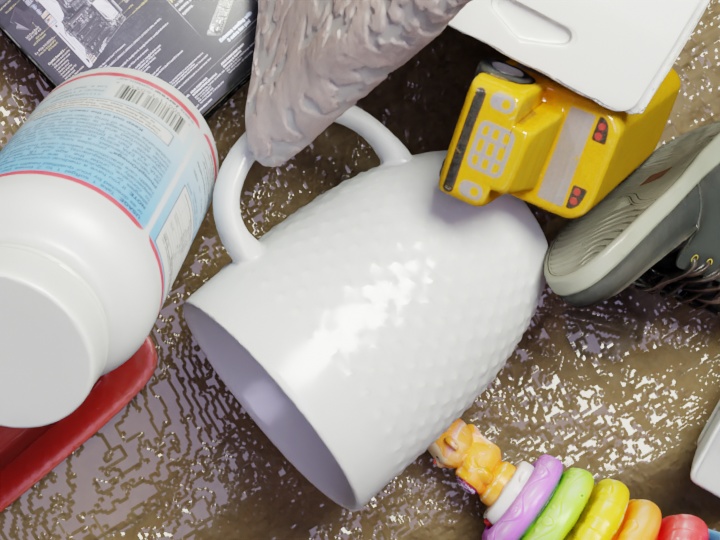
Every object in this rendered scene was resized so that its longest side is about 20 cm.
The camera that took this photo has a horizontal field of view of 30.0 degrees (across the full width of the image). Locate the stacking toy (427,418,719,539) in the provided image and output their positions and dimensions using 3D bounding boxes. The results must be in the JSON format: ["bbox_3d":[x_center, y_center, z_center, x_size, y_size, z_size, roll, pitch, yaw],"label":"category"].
[{"bbox_3d":[0.115,0.151,0.800,0.200,0.116,0.110,36,85,4],"label":"stacking toy"}]

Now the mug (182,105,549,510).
[{"bbox_3d":[0.000,0.000,0.743,0.175,0.148,0.200,-40,108,-16],"label":"mug"}]

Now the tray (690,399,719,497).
[{"bbox_3d":[0.268,0.052,0.828,0.107,0.022,0.200,31,88,-42],"label":"tray"}]

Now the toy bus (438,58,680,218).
[{"bbox_3d":[0.112,-0.080,0.732,0.078,0.200,0.065,26,115,15],"label":"toy bus"}]

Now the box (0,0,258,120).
[{"bbox_3d":[-0.109,-0.177,0.776,0.200,0.050,0.158,-44,96,-4],"label":"box"}]

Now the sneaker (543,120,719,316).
[{"bbox_3d":[0.186,-0.005,0.768,0.200,0.075,0.107,-36,102,-43],"label":"sneaker"}]

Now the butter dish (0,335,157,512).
[{"bbox_3d":[-0.238,0.044,0.719,0.200,0.148,0.200,-40,97,-5],"label":"butter dish"}]

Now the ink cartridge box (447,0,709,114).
[{"bbox_3d":[0.096,-0.176,0.719,0.145,0.200,0.085,26,116,-8],"label":"ink cartridge box"}]

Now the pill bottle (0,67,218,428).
[{"bbox_3d":[-0.142,-0.015,0.663,0.108,0.200,0.109,4,121,7],"label":"pill bottle"}]

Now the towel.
[{"bbox_3d":[-0.002,-0.171,0.642,0.032,0.200,0.192,10,67,-27],"label":"towel"}]
